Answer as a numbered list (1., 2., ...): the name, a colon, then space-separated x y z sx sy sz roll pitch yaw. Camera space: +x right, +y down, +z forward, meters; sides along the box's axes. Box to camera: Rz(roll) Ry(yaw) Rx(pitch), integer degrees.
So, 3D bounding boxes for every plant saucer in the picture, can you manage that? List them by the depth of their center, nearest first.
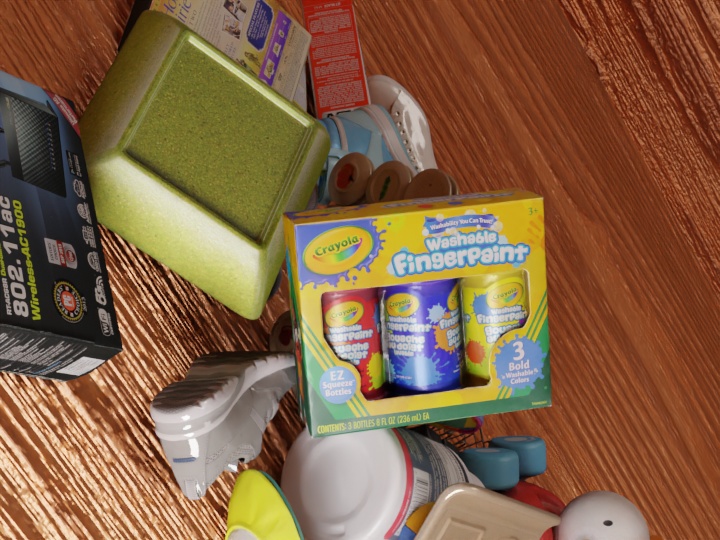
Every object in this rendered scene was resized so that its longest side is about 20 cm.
1. plant saucer: -0.119 -0.096 1.011 0.199 0.048 0.202 34 54 -18

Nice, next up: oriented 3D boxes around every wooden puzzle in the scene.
1. wooden puzzle: 0.064 0.263 1.049 0.046 0.201 0.185 37 5 37

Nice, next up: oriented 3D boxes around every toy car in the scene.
1. toy car: 0.206 0.265 1.236 0.176 0.197 0.188 0 89 -64

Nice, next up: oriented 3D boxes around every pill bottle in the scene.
1. pill bottle: 0.031 0.198 1.098 0.199 0.118 0.121 31 40 -53

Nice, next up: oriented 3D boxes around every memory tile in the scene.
1. memory tile: 0.000 0.000 1.095 0.017 0.152 0.203 24 86 -47

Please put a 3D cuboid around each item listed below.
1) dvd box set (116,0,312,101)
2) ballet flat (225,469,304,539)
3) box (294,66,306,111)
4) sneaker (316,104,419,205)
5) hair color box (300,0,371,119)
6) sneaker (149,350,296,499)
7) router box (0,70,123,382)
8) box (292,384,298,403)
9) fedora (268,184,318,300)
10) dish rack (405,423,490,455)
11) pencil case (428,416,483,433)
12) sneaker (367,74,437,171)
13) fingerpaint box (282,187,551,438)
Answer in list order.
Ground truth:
1. dvd box set: -0.132 -0.213 1.196 0.199 0.029 0.148 36 62 -45
2. ballet flat: -0.064 0.248 0.929 0.066 0.066 0.203 -14 81 -44
3. box: -0.129 -0.248 1.293 0.200 0.048 0.119 47 30 -41
4. sneaker: -0.004 -0.068 1.214 0.129 0.080 0.202 -10 56 -29
5. hair color box: -0.020 -0.194 1.396 0.112 0.063 0.203 79 3 -57
6. sneaker: -0.104 0.113 0.986 0.200 0.074 0.083 -29 116 -65
7. router box: -0.242 -0.037 0.826 0.149 0.062 0.203 18 51 -58
8. box: 0.036 0.066 1.136 0.095 0.198 0.079 -2 68 -65
9. fedora: -0.097 -0.066 1.124 0.199 0.089 0.179 -6 72 -65
10. dish rack: 0.077 0.134 1.344 0.153 0.054 0.202 40 31 -45
11. pencil case: 0.099 0.053 1.228 0.088 0.087 0.203 35 61 -47
12. sneaker: 0.053 -0.141 1.533 0.202 0.072 0.085 62 21 -9
13. fingerpaint box: 0.045 0.030 0.995 0.073 0.196 0.170 -137 -138 -75
